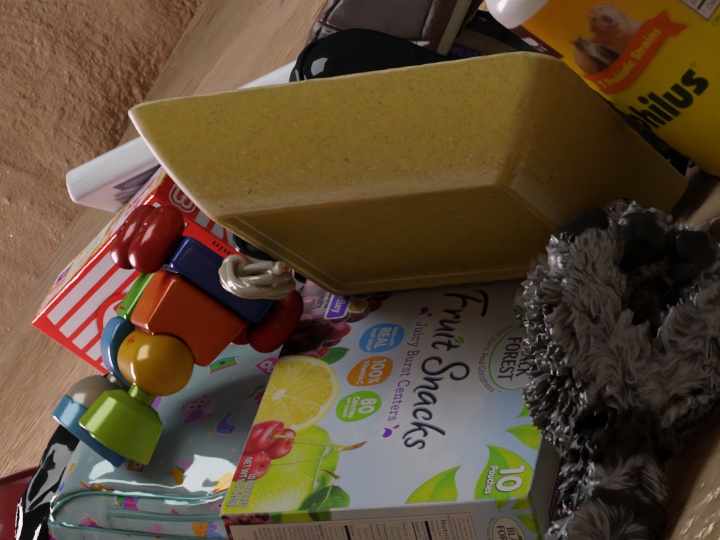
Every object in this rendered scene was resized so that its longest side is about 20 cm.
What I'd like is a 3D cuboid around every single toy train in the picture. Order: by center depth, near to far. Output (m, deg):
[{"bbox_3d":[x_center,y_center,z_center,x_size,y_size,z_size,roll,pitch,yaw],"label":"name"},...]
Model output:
[{"bbox_3d":[-0.088,0.039,1.391,0.116,0.084,0.200,-57,11,-5],"label":"toy train"}]

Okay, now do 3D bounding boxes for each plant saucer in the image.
[{"bbox_3d":[0.025,-0.034,1.342,0.199,0.200,0.049,-6,72,23],"label":"plant saucer"}]

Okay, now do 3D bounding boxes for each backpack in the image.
[{"bbox_3d":[-0.066,0.112,1.518,0.199,0.127,0.167,1,48,38],"label":"backpack"}]

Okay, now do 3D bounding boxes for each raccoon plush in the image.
[{"bbox_3d":[0.087,0.057,1.263,0.201,0.096,0.134,-60,4,-19],"label":"raccoon plush"}]

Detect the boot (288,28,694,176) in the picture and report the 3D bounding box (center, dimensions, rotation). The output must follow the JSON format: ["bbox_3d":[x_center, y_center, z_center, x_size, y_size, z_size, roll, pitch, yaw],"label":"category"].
[{"bbox_3d":[0.076,-0.088,1.455,0.073,0.198,0.163,-55,0,-40],"label":"boot"}]

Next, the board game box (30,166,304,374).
[{"bbox_3d":[-0.088,0.021,1.762,0.200,0.151,0.046,-42,17,55],"label":"board game box"}]

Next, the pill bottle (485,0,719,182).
[{"bbox_3d":[0.130,-0.122,1.290,0.109,0.200,0.109,-53,11,14],"label":"pill bottle"}]

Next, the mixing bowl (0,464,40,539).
[{"bbox_3d":[-0.153,0.187,1.737,0.200,0.199,0.109,-40,57,54],"label":"mixing bowl"}]

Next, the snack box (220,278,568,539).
[{"bbox_3d":[0.029,0.065,1.373,0.141,0.053,0.200,-4,33,15],"label":"snack box"}]

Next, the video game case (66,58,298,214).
[{"bbox_3d":[-0.042,-0.070,1.769,0.199,0.182,0.023,-24,70,27],"label":"video game case"}]

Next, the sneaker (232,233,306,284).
[{"bbox_3d":[0.000,0.000,1.510,0.114,0.200,0.076,-8,-26,-40],"label":"sneaker"}]

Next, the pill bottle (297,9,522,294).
[{"bbox_3d":[0.044,-0.032,1.635,0.201,0.112,0.112,-58,11,-11],"label":"pill bottle"}]

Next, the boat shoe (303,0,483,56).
[{"bbox_3d":[0.039,-0.149,1.601,0.203,0.075,0.075,-58,-23,19],"label":"boat shoe"}]
